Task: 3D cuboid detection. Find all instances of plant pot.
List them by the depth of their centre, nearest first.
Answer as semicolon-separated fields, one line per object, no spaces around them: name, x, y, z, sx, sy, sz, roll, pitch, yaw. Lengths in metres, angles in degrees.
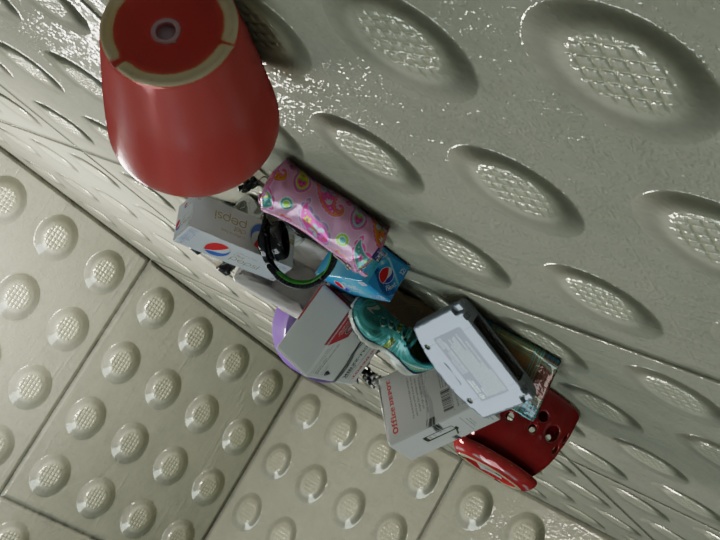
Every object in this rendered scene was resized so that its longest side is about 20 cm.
plant pot;-0.189;-0.205;1.086;0.198;0.202;0.178;29;160;12
plant pot;0.289;0.303;1.938;0.198;0.184;0.201;28;168;6

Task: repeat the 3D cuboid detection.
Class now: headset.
headset;-0.120;-0.063;1.636;0.201;0.123;0.094;55;-167;-2

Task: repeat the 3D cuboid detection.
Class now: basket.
basket;-0.116;0.019;1.941;0.198;0.137;0.123;26;170;29

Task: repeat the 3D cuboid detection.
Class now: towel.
towel;0.220;0.152;1.690;0.198;0.022;0.148;29;133;16

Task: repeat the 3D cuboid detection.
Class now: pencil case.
pencil case;-0.053;-0.076;1.492;0.199;0.088;0.087;34;169;-6

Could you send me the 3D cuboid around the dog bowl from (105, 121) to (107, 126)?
dog bowl;-0.296;-0.208;1.607;0.198;0.079;0.200;31;168;7

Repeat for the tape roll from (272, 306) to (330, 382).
tape roll;-0.074;0.119;2.072;0.199;0.202;0.085;36;170;-24

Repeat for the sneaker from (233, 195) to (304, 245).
sneaker;-0.169;-0.075;1.843;0.099;0.079;0.199;36;170;-37

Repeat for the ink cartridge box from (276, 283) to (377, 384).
ink cartridge box;-0.040;0.120;1.857;0.084;0.145;0.199;40;-173;25

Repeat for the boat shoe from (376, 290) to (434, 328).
boat shoe;0.071;0.073;1.847;0.199;0.072;0.065;34;180;-18

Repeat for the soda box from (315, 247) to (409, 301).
soda box;0.000;0.000;1.712;0.064;0.068;0.199;36;168;-23

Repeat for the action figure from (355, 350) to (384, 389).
action figure;0.024;0.160;1.993;0.102;0.197;0.120;-93;-20;-75

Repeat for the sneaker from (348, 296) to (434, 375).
sneaker;0.062;0.108;1.766;0.199;0.078;0.079;39;151;-26

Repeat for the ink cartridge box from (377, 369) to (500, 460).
ink cartridge box;0.142;0.238;1.893;0.084;0.198;0.148;39;-149;-44

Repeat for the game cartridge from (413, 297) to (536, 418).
game cartridge;0.181;0.146;1.671;0.201;0.042;0.133;52;140;-9

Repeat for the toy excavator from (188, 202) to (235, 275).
toy excavator;-0.288;-0.085;2.084;0.099;0.202;0.194;37;123;-26

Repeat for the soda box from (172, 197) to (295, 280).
soda box;-0.205;-0.054;1.696;0.198;0.069;0.063;23;146;-30
